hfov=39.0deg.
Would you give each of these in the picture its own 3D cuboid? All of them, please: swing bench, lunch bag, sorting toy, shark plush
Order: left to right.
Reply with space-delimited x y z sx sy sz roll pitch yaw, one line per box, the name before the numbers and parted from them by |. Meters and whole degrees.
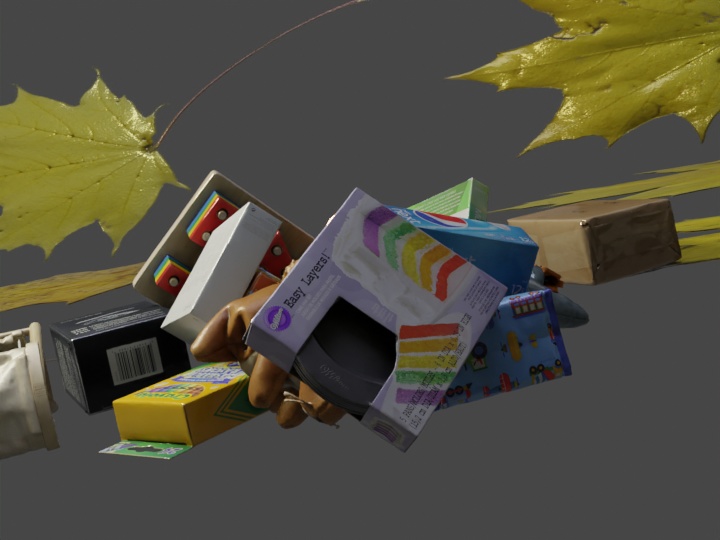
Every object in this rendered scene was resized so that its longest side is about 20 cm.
swing bench | -0.473 0.156 1.216 0.198 0.130 0.200 -13 9 -15
sorting toy | -0.179 0.001 1.423 0.200 0.199 0.070 -53 24 5
lunch bag | 0.123 0.083 1.113 0.150 0.094 0.200 -14 -1 -5
shark plush | 0.203 0.030 1.203 0.083 0.091 0.200 26 -5 33

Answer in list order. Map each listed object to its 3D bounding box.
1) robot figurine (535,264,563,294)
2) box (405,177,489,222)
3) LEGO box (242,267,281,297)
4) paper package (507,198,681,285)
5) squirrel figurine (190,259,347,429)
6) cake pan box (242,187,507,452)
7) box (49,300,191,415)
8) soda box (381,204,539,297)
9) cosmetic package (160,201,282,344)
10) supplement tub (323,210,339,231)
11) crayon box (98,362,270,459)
robot figurine | 0.186 0.005 1.372 0.199 0.058 0.145 14 8 -26
box | 0.094 -0.004 1.282 0.036 0.201 0.144 25 -30 -33
LEGO box | -0.094 0.060 1.280 0.149 0.077 0.200 30 -1 -14
paper package | 0.360 -0.046 1.581 0.190 0.104 0.200 -14 8 -27
squirrel figurine | -0.039 0.070 1.054 0.186 0.142 0.200 11 59 52
cake pan box | 0.015 0.044 0.954 0.200 0.184 0.052 -52 -8 -31
box | -0.332 0.114 1.397 0.148 0.105 0.200 -15 8 -22
soda box | 0.083 -0.021 1.089 0.199 0.068 0.064 8 20 -14
cosmetic package | -0.176 0.009 1.253 0.151 0.052 0.200 -61 14 -17
supplement tub | 0.031 -0.019 1.510 0.122 0.123 0.200 -7 -20 27
crayon box | -0.183 0.150 1.143 0.125 0.052 0.200 -4 11 40
